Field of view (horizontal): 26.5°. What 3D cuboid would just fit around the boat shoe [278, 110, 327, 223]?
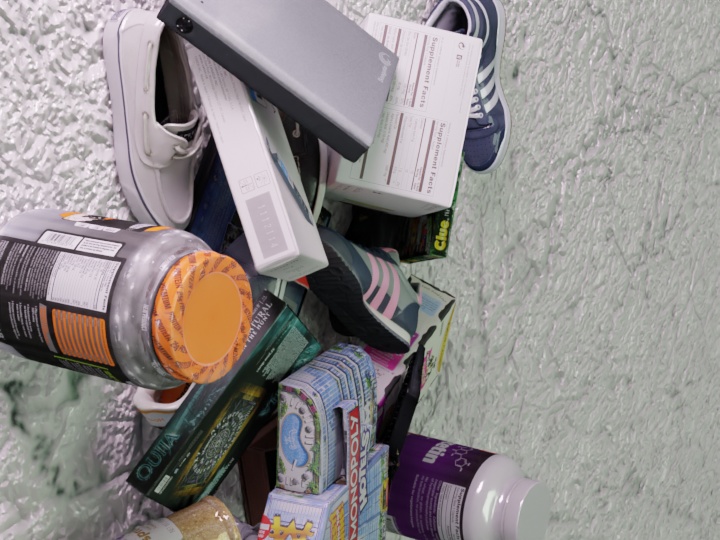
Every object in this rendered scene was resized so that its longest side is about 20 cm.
[{"bbox_3d":[-0.066,-0.136,1.435,0.060,0.075,0.203,3,85,-23],"label":"boat shoe"}]

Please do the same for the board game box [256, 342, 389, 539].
[{"bbox_3d":[-0.032,0.189,1.387,0.200,0.061,0.203,-32,126,-67],"label":"board game box"}]

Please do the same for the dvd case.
[{"bbox_3d":[-0.103,-0.029,1.453,0.200,0.017,0.144,37,67,-52],"label":"dvd case"}]

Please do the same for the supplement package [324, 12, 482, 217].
[{"bbox_3d":[0.031,-0.140,1.452,0.200,0.109,0.158,172,-71,-83],"label":"supplement package"}]

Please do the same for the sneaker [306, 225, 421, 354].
[{"bbox_3d":[0.000,0.000,1.478,0.200,0.069,0.083,53,50,-49],"label":"sneaker"}]

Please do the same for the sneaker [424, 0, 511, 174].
[{"bbox_3d":[0.115,-0.208,1.686,0.108,0.069,0.203,-6,96,-60],"label":"sneaker"}]

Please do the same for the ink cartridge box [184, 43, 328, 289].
[{"bbox_3d":[-0.078,-0.090,1.324,0.176,0.044,0.202,22,49,-76],"label":"ink cartridge box"}]

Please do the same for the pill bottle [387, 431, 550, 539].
[{"bbox_3d":[0.103,0.246,1.662,0.112,0.198,0.114,-19,114,-53],"label":"pill bottle"}]

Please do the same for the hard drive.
[{"bbox_3d":[-0.063,-0.191,1.267,0.199,0.033,0.140,36,38,-15],"label":"hard drive"}]

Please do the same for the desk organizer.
[{"bbox_3d":[-0.062,0.252,1.527,0.072,0.076,0.202,-34,124,-48],"label":"desk organizer"}]

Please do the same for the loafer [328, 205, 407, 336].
[{"bbox_3d":[0.017,-0.027,1.586,0.070,0.068,0.203,25,73,-48],"label":"loafer"}]

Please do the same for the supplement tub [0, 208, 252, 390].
[{"bbox_3d":[-0.188,0.022,1.175,0.122,0.198,0.124,-20,115,-53],"label":"supplement tub"}]

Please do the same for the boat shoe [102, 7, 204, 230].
[{"bbox_3d":[-0.164,-0.122,1.295,0.072,0.065,0.202,-30,121,-50],"label":"boat shoe"}]

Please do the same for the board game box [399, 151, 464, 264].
[{"bbox_3d":[0.068,-0.062,1.562,0.200,0.023,0.106,166,-65,-81],"label":"board game box"}]

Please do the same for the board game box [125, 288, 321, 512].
[{"bbox_3d":[-0.116,0.122,1.342,0.201,0.028,0.135,-54,160,-8],"label":"board game box"}]

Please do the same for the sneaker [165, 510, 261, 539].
[{"bbox_3d":[-0.146,0.308,1.382,0.075,0.114,0.202,37,67,-52],"label":"sneaker"}]

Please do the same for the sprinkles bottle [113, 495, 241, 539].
[{"bbox_3d":[-0.197,0.257,1.285,0.198,0.068,0.069,-21,116,-32],"label":"sprinkles bottle"}]

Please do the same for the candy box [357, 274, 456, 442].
[{"bbox_3d":[0.022,0.121,1.595,0.200,0.061,0.137,-53,162,-36],"label":"candy box"}]

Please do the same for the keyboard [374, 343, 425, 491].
[{"bbox_3d":[0.021,0.172,1.523,0.105,0.039,0.202,-81,-175,-53],"label":"keyboard"}]

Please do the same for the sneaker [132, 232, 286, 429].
[{"bbox_3d":[-0.133,0.051,1.353,0.079,0.078,0.202,29,85,-56],"label":"sneaker"}]
